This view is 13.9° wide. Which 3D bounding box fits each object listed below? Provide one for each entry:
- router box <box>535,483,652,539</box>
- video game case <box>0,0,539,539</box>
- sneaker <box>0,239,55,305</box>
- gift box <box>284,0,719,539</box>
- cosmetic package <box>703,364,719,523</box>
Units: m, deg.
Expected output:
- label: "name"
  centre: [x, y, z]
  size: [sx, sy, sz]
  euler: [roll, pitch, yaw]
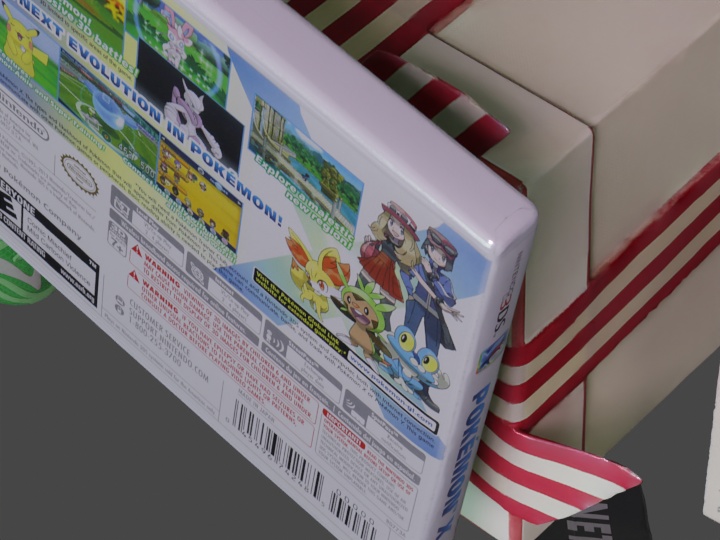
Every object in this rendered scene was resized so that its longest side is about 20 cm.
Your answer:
- label: "router box"
  centre: [0.080, 0.174, 1.077]
  size: [0.200, 0.051, 0.150]
  euler: [-84, -3, -76]
- label: "video game case"
  centre: [-0.041, -0.019, 0.845]
  size: [0.200, 0.022, 0.183]
  euler: [41, 149, 19]
- label: "sneaker"
  centre: [-0.139, -0.037, 1.287]
  size: [0.084, 0.074, 0.200]
  euler: [45, 150, 17]
- label: "gift box"
  centre: [0.042, -0.040, 0.919]
  size: [0.199, 0.187, 0.185]
  euler: [30, 145, 33]
- label: "cosmetic package"
  centre: [0.210, 0.070, 0.907]
  size: [0.199, 0.073, 0.104]
  euler: [27, 144, 24]
